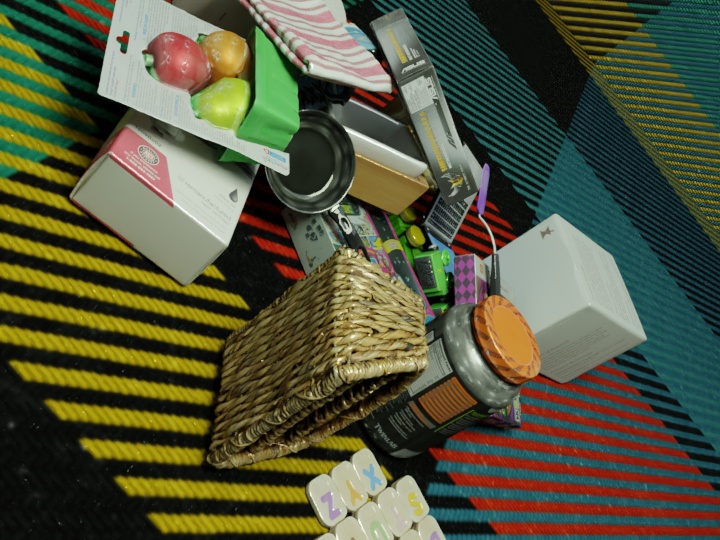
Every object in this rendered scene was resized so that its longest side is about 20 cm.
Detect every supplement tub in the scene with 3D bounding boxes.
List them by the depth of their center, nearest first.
[{"bbox_3d":[0.096,0.118,0.885,0.122,0.199,0.124,32,39,-30],"label":"supplement tub"}]

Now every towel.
[{"bbox_3d":[-0.059,-0.276,0.894,0.145,0.030,0.201,-5,49,-50],"label":"towel"}]

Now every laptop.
[{"bbox_3d":[0.166,-0.051,1.157,0.114,0.203,0.187,29,3,19],"label":"laptop"}]

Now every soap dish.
[{"bbox_3d":[-0.001,-0.160,1.044,0.154,0.082,0.201,22,23,-16],"label":"soap dish"}]

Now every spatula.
[{"bbox_3d":[0.168,-0.036,1.026,0.056,0.020,0.205,12,71,-73],"label":"spatula"}]

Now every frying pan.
[{"bbox_3d":[-0.032,-0.103,0.922,0.189,0.031,0.116,39,78,-24],"label":"frying pan"}]

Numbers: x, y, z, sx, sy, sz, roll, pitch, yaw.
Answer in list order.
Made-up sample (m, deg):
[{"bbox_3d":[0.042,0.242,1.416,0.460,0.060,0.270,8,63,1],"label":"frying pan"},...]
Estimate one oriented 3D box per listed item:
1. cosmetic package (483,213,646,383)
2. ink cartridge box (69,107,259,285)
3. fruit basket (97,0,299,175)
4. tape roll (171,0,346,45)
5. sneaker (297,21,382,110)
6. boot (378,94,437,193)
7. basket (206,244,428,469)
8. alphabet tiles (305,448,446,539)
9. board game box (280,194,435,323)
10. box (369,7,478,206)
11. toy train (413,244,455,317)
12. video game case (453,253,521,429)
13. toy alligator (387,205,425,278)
[{"bbox_3d":[0.316,0.050,1.254,0.198,0.165,0.170,26,42,-42],"label":"cosmetic package"},{"bbox_3d":[-0.190,-0.111,0.825,0.146,0.082,0.202,39,36,-23],"label":"ink cartridge box"},{"bbox_3d":[-0.161,-0.192,0.801,0.196,0.094,0.188,15,46,-25],"label":"fruit basket"},{"bbox_3d":[-0.133,-0.350,1.060,0.201,0.138,0.206,33,38,-31],"label":"tape roll"},{"bbox_3d":[-0.056,-0.233,0.963,0.090,0.199,0.079,38,-20,41],"label":"sneaker"},{"bbox_3d":[0.092,-0.196,1.217,0.157,0.072,0.200,53,-7,-9],"label":"boot"},{"bbox_3d":[-0.030,0.109,0.733,0.142,0.199,0.151,34,35,-30],"label":"basket"},{"bbox_3d":[0.024,0.288,0.813,0.198,0.014,0.199,-13,73,-56],"label":"alphabet tiles"},{"bbox_3d":[0.000,0.000,0.993,0.146,0.064,0.203,-3,64,-52],"label":"board game box"},{"bbox_3d":[0.081,-0.207,1.008,0.160,0.047,0.202,-107,172,-47],"label":"box"},{"bbox_3d":[0.111,0.068,1.043,0.056,0.041,0.205,-22,101,-55],"label":"toy train"},{"bbox_3d":[0.172,0.101,1.059,0.181,0.035,0.205,31,55,-58],"label":"video game case"},{"bbox_3d":[0.070,-0.026,1.108,0.054,0.059,0.204,13,52,-46],"label":"toy alligator"}]
